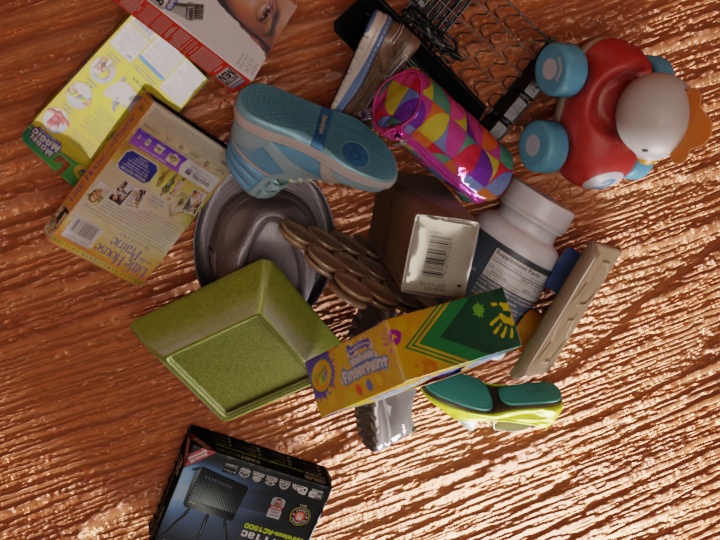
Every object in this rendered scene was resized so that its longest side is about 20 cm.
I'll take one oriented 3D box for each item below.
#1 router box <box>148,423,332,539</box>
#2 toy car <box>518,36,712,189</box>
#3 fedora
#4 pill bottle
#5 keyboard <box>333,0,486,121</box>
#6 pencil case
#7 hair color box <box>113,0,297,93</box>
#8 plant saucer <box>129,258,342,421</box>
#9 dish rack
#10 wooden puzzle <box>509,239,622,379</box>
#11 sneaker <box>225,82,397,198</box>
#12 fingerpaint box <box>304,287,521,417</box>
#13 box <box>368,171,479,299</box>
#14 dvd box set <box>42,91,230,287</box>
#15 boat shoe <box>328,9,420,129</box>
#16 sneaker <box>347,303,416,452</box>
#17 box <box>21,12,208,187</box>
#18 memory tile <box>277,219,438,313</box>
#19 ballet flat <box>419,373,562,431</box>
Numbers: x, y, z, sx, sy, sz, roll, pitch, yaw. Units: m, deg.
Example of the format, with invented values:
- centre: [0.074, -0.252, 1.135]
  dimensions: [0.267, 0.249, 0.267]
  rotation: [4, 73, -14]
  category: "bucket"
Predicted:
- centre: [-0.153, 0.301, 1.610]
  dimensions: [0.197, 0.062, 0.152]
  rotation: [19, 104, -16]
  category: "router box"
- centre: [0.318, -0.165, 1.456]
  dimensions: [0.182, 0.199, 0.180]
  rotation: [1, 109, -34]
  category: "toy car"
- centre: [-0.110, -0.018, 1.503]
  dimensions: [0.174, 0.090, 0.203]
  rotation: [5, 106, -13]
  category: "fedora"
- centre: [0.173, -0.005, 1.548]
  dimensions: [0.118, 0.120, 0.202]
  rotation: [27, 100, -18]
  category: "pill bottle"
- centre: [0.070, -0.244, 1.451]
  dimensions: [0.200, 0.040, 0.104]
  rotation: [43, 132, -18]
  category: "keyboard"
- centre: [0.091, -0.146, 1.422]
  dimensions: [0.199, 0.088, 0.089]
  rotation: [30, 100, -43]
  category: "pencil case"
- centre: [-0.181, -0.304, 1.394]
  dimensions: [0.199, 0.064, 0.112]
  rotation: [36, 70, -20]
  category: "hair color box"
- centre: [-0.139, 0.099, 1.493]
  dimensions: [0.198, 0.048, 0.200]
  rotation: [-25, 132, 17]
  category: "plant saucer"
- centre: [0.135, -0.260, 1.497]
  dimensions: [0.199, 0.055, 0.154]
  rotation: [39, 96, -17]
  category: "dish rack"
- centre: [0.245, 0.042, 1.553]
  dimensions: [0.046, 0.200, 0.187]
  rotation: [33, 100, 16]
  category: "wooden puzzle"
- centre: [-0.062, -0.121, 1.436]
  dimensions: [0.198, 0.080, 0.131]
  rotation: [27, 138, -3]
  category: "sneaker"
- centre: [0.056, 0.096, 1.430]
  dimensions: [0.165, 0.199, 0.074]
  rotation: [-13, 80, -33]
  category: "fingerpaint box"
- centre: [0.070, -0.045, 1.472]
  dimensions: [0.076, 0.200, 0.097]
  rotation: [7, 106, -13]
  category: "box"
- centre: [-0.249, -0.088, 1.455]
  dimensions: [0.146, 0.029, 0.201]
  rotation: [30, 102, -44]
  category: "dvd box set"
- centre: [0.008, -0.196, 1.442]
  dimensions: [0.072, 0.073, 0.201]
  rotation: [25, 135, -3]
  category: "boat shoe"
- centre: [0.034, 0.124, 1.599]
  dimensions: [0.081, 0.074, 0.203]
  rotation: [-12, 112, -31]
  category: "sneaker"
- centre: [-0.281, -0.187, 1.442]
  dimensions: [0.200, 0.048, 0.117]
  rotation: [-45, 110, 2]
  category: "box"
- centre: [0.000, 0.000, 1.459]
  dimensions: [0.017, 0.153, 0.199]
  rotation: [-55, 149, 15]
  category: "memory tile"
- centre: [0.166, 0.177, 1.638]
  dimensions: [0.197, 0.067, 0.068]
  rotation: [5, 128, -14]
  category: "ballet flat"
